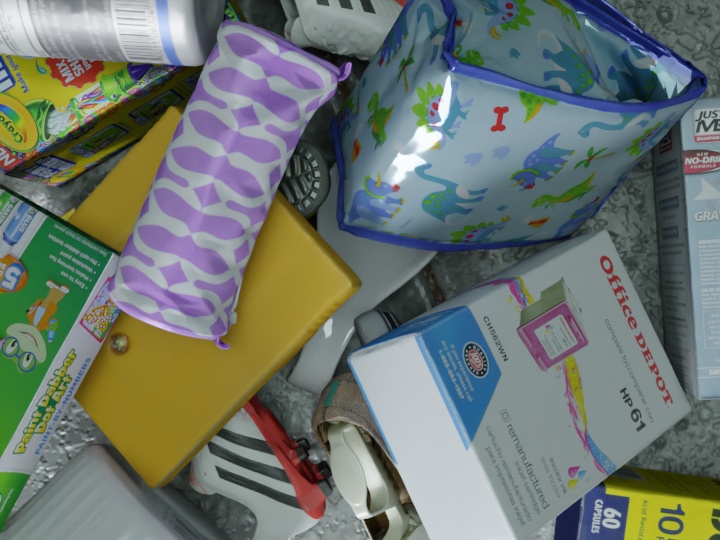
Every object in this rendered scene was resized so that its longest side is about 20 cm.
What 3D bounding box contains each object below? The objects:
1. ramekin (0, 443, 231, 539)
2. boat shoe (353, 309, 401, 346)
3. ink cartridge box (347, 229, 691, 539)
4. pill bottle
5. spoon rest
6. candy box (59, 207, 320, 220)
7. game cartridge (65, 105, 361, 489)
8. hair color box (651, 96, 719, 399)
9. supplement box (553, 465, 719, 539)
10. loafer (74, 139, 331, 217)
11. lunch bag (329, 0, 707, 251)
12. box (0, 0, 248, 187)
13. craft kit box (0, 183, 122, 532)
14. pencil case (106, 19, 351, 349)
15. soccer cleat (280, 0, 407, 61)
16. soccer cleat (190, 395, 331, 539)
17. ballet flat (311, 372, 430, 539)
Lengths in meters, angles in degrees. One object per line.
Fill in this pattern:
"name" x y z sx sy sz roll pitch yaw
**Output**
"ramekin" -0.147 0.209 0.776 0.200 0.200 0.098 41 83 2
"boat shoe" 0.061 0.104 0.816 0.056 0.069 0.201 -32 110 -6
"ink cartridge box" 0.112 0.076 0.765 0.199 0.085 0.145 -26 90 -39
"pill bottle" -0.188 -0.187 0.695 0.199 0.114 0.115 5 90 3
"spoon rest" 0.000 0.000 0.834 0.099 0.061 0.201 22 92 2
"candy box" -0.139 -0.035 0.857 0.199 0.026 0.103 -32 92 2
"game cartridge" -0.125 0.015 0.767 0.200 0.032 0.176 -45 79 10
"hair color box" 0.248 -0.016 0.804 0.060 0.099 0.201 -4 90 3
"supplement box" 0.240 0.206 0.799 0.199 0.110 0.110 7 90 2
"loafer" -0.108 -0.045 0.810 0.199 0.070 0.076 -8 89 17
"lunch bag" 0.102 -0.097 0.757 0.199 0.170 0.128 12 53 -20
"box" -0.202 -0.196 0.814 0.192 0.122 0.201 -31 88 3
"craft kit box" -0.271 0.038 0.758 0.199 0.048 0.198 27 89 23
"pencil case" -0.083 -0.051 0.697 0.085 0.084 0.201 22 97 -12
"soccer cleat" -0.008 -0.179 0.820 0.200 0.069 0.085 40 86 -12
"soccer cleat" -0.102 0.112 0.826 0.085 0.069 0.200 -37 97 4
"ballet flat" 0.019 0.170 0.812 0.068 0.067 0.201 -25 101 28
